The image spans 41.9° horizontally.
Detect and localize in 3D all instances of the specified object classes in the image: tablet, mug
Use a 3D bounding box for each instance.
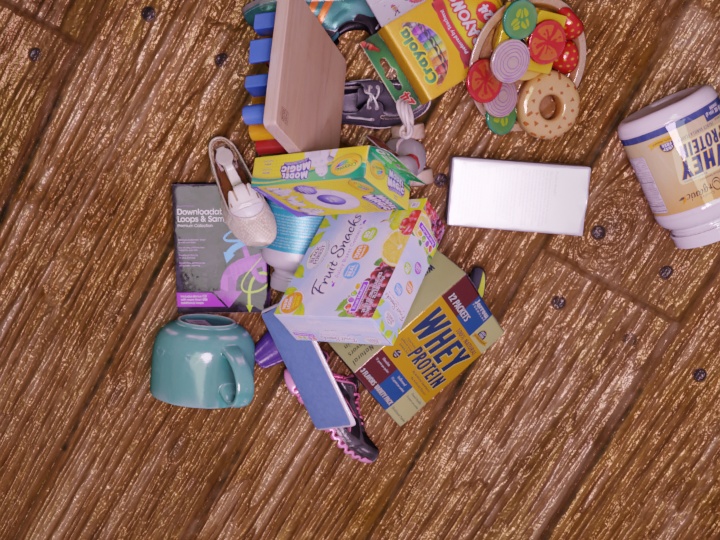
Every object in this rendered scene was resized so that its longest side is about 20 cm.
[{"bbox_3d":[-0.076,0.137,1.360,0.014,0.130,0.200,-27,92,-29],"label":"tablet"},{"bbox_3d":[-0.219,0.131,1.399,0.184,0.152,0.115,8,98,17],"label":"mug"}]

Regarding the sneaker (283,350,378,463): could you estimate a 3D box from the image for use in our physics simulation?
[{"bbox_3d":[-0.027,0.208,1.456,0.095,0.079,0.200,-40,97,-3],"label":"sneaker"}]

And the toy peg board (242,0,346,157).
[{"bbox_3d":[-0.105,-0.235,1.253,0.098,0.199,0.201,-3,71,20],"label":"toy peg board"}]

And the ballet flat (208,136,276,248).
[{"bbox_3d":[-0.178,-0.115,1.350,0.067,0.062,0.200,-25,55,-9],"label":"ballet flat"}]

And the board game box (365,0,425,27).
[{"bbox_3d":[0.040,-0.460,1.296,0.147,0.064,0.200,-29,70,7],"label":"board game box"}]

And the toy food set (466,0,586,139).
[{"bbox_3d":[0.238,-0.286,1.329,0.197,0.049,0.201,4,112,-27],"label":"toy food set"}]

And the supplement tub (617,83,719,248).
[{"bbox_3d":[0.467,-0.146,1.334,0.144,0.144,0.200,-26,98,6],"label":"supplement tub"}]

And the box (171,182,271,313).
[{"bbox_3d":[-0.211,-0.035,1.434,0.142,0.036,0.201,-1,98,2],"label":"box"}]

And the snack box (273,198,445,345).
[{"bbox_3d":[0.000,0.000,1.263,0.168,0.200,0.068,1,141,39],"label":"snack box"}]

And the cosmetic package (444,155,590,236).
[{"bbox_3d":[0.228,-0.112,1.386,0.199,0.071,0.102,5,100,1],"label":"cosmetic package"}]

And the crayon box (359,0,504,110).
[{"bbox_3d":[0.116,-0.325,1.340,0.200,0.051,0.127,-34,98,-7],"label":"crayon box"}]

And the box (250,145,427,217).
[{"bbox_3d":[-0.026,-0.112,1.204,0.199,0.117,0.049,-4,71,31],"label":"box"}]

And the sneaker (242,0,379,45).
[{"bbox_3d":[-0.069,-0.360,1.354,0.199,0.071,0.080,-6,95,2],"label":"sneaker"}]

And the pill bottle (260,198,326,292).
[{"bbox_3d":[-0.087,-0.070,1.385,0.110,0.111,0.201,8,99,1],"label":"pill bottle"}]

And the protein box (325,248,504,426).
[{"bbox_3d":[0.052,0.066,1.321,0.198,0.200,0.135,-41,128,-4],"label":"protein box"}]

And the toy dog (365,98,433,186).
[{"bbox_3d":[0.042,-0.155,1.332,0.096,0.200,0.132,-8,83,13],"label":"toy dog"}]

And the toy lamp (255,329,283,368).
[{"bbox_3d":[-0.080,0.079,1.438,0.200,0.058,0.058,-38,96,6],"label":"toy lamp"}]

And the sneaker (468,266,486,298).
[{"bbox_3d":[0.117,0.071,1.423,0.081,0.074,0.200,37,97,-1],"label":"sneaker"}]

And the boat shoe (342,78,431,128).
[{"bbox_3d":[0.005,-0.243,1.375,0.199,0.063,0.073,-2,98,2],"label":"boat shoe"}]
